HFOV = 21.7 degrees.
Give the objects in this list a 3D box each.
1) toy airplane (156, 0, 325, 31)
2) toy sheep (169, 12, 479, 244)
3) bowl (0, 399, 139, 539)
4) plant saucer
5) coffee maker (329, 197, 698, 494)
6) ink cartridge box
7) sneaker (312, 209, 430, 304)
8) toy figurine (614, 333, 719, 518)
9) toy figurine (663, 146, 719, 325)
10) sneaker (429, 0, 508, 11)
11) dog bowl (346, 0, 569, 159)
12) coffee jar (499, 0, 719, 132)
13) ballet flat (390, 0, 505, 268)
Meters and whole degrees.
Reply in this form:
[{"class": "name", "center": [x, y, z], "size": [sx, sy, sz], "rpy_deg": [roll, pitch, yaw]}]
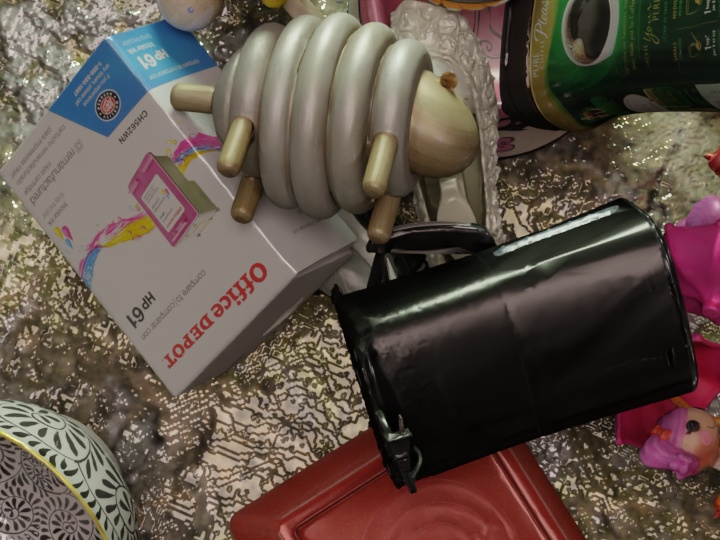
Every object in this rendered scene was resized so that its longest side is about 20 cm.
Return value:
[{"class": "toy airplane", "center": [-0.082, -0.214, 1.236], "size": [0.141, 0.199, 0.200], "rpy_deg": [-44, 56, -9]}, {"class": "toy sheep", "center": [-0.024, -0.093, 1.146], "size": [0.198, 0.138, 0.139], "rpy_deg": [11, 83, 10]}, {"class": "bowl", "center": [-0.215, 0.155, 1.223], "size": [0.199, 0.094, 0.202], "rpy_deg": [15, 125, 22]}, {"class": "plant saucer", "center": [0.049, 0.190, 1.193], "size": [0.199, 0.037, 0.201], "rpy_deg": [-30, 83, -16]}, {"class": "coffee maker", "center": [0.098, 0.052, 1.128], "size": [0.198, 0.136, 0.193], "rpy_deg": [-18, 38, -3]}, {"class": "ink cartridge box", "center": [-0.121, -0.041, 1.237], "size": [0.200, 0.085, 0.145], "rpy_deg": [50, 123, 6]}, {"class": "sneaker", "center": [0.000, 0.000, 1.273], "size": [0.079, 0.074, 0.201], "rpy_deg": [-38, 88, 28]}, {"class": "toy figurine", "center": [0.248, 0.114, 1.201], "size": [0.182, 0.200, 0.151], "rpy_deg": [14, 122, 16]}, {"class": "toy figurine", "center": [0.260, -0.052, 1.207], "size": [0.184, 0.200, 0.150], "rpy_deg": [-43, 111, 3]}, {"class": "sneaker", "center": [0.040, -0.238, 1.206], "size": [0.078, 0.077, 0.200], "rpy_deg": [-42, 57, -12]}, {"class": "dog bowl", "center": [0.087, -0.181, 1.286], "size": [0.198, 0.074, 0.202], "rpy_deg": [0, 82, 2]}, {"class": "coffee jar", "center": [0.178, -0.143, 1.156], "size": [0.199, 0.085, 0.105], "rpy_deg": [-2, 77, 41]}, {"class": "ballet flat", "center": [0.060, -0.076, 1.217], "size": [0.071, 0.072, 0.202], "rpy_deg": [-13, 104, 0]}]
